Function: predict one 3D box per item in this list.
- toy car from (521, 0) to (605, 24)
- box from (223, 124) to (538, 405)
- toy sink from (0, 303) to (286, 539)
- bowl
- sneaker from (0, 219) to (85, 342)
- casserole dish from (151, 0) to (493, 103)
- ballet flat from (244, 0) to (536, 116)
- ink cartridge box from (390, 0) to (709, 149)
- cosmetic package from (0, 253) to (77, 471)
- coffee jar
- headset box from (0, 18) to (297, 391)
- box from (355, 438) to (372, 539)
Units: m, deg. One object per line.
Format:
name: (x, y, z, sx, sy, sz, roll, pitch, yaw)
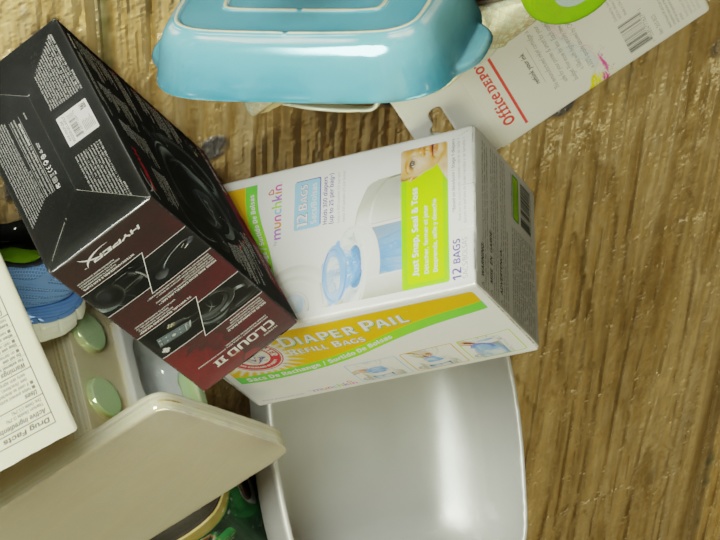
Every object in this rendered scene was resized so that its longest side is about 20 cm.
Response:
toy car: (0.017, -0.211, 1.520, 0.199, 0.165, 0.158, -18, 144, -1)
box: (0.000, 0.000, 1.733, 0.199, 0.113, 0.101, -12, 151, 23)
toy sink: (-0.167, 0.097, 1.769, 0.199, 0.113, 0.130, -33, 148, 27)
bowl: (0.010, 0.118, 1.917, 0.198, 0.202, 0.074, -6, 179, -32)
sneaker: (-0.254, 0.005, 1.658, 0.199, 0.079, 0.090, -17, 133, -30)
casserole dish: (-0.025, -0.139, 1.566, 0.198, 0.121, 0.039, 3, 125, 19)
ballet flat: (0.021, -0.128, 1.644, 0.198, 0.063, 0.067, -8, -171, 14)
ink cartridge box: (0.103, -0.155, 1.722, 0.199, 0.068, 0.115, -34, 145, 3)
cosmetic package: (-0.248, 0.019, 1.573, 0.103, 0.073, 0.201, -27, 111, -17)
coffee jar: (-0.113, 0.164, 1.922, 0.085, 0.105, 0.200, -32, 145, 5)
headset box: (-0.128, -0.032, 1.630, 0.077, 0.149, 0.200, -35, 146, 7)
box: (0.038, 0.198, 2.041, 0.049, 0.162, 0.200, -5, 160, 34)
